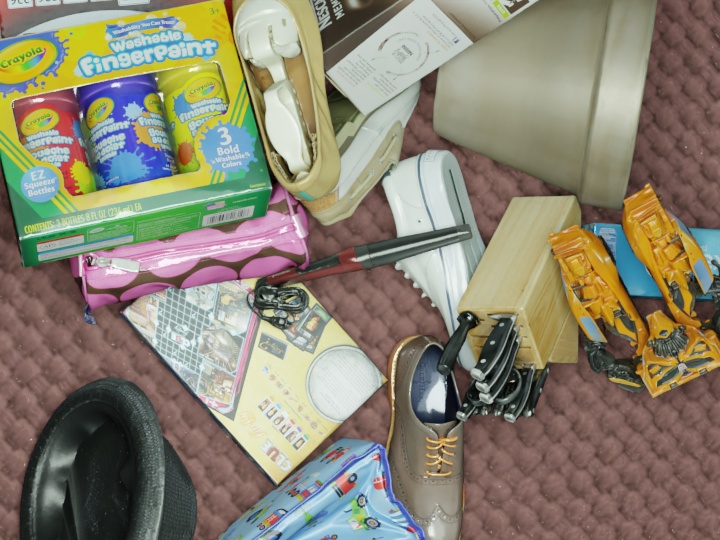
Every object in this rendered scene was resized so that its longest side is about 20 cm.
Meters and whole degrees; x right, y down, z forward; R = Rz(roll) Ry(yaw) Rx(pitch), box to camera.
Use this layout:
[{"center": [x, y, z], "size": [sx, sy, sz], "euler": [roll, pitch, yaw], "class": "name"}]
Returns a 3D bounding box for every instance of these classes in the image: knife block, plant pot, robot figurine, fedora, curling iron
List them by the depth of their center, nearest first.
[{"center": [-0.195, 0.193, 1.406], "size": [0.091, 0.200, 0.201], "euler": [22, 81, -45], "class": "fedora"}, {"center": [0.000, 0.000, 1.448], "size": [0.199, 0.026, 0.050], "euler": [-21, 80, 0], "class": "curling iron"}, {"center": [0.125, 0.028, 1.450], "size": [0.064, 0.175, 0.201], "euler": [0, 85, 29], "class": "knife block"}, {"center": [0.245, 0.029, 1.461], "size": [0.145, 0.058, 0.200], "euler": [-27, 122, 12], "class": "robot figurine"}, {"center": [0.157, -0.164, 1.474], "size": [0.173, 0.200, 0.201], "euler": [10, 84, 6], "class": "plant pot"}]

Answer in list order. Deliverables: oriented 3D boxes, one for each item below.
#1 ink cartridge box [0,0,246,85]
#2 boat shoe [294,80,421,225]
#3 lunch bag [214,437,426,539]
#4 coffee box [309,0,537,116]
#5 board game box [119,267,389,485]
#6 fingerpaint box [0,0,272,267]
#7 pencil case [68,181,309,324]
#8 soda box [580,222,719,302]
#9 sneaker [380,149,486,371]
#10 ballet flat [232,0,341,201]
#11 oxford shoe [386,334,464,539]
[{"center": [-0.200, -0.162, 1.445], "size": [0.199, 0.084, 0.176], "euler": [-8, 88, -12], "class": "ink cartridge box"}, {"center": [-0.002, -0.111, 1.460], "size": [0.200, 0.075, 0.069], "euler": [-47, 123, -44], "class": "boat shoe"}, {"center": [-0.066, 0.221, 1.409], "size": [0.199, 0.151, 0.094], "euler": [-25, 91, -12], "class": "lunch bag"}, {"center": [0.052, -0.233, 1.399], "size": [0.200, 0.113, 0.080], "euler": [-33, 131, 15], "class": "coffee box"}, {"center": [-0.092, 0.066, 1.474], "size": [0.135, 0.035, 0.200], "euler": [-42, 94, -11], "class": "board game box"}, {"center": [-0.186, -0.110, 1.345], "size": [0.199, 0.073, 0.167], "euler": [-12, 74, -12], "class": "fingerpaint box"}, {"center": [-0.139, -0.020, 1.406], "size": [0.199, 0.094, 0.091], "euler": [-13, 83, -9], "class": "pencil case"}, {"center": [0.292, -0.005, 1.535], "size": [0.199, 0.068, 0.064], "euler": [4, 87, -10], "class": "soda box"}, {"center": [0.069, -0.007, 1.500], "size": [0.071, 0.073, 0.201], "euler": [-8, 101, 28], "class": "sneaker"}, {"center": [-0.060, -0.153, 1.337], "size": [0.068, 0.063, 0.201], "euler": [-18, 87, 18], "class": "ballet flat"}, {"center": [0.058, 0.156, 1.477], "size": [0.071, 0.073, 0.201], "euler": [-6, 88, -12], "class": "oxford shoe"}]
